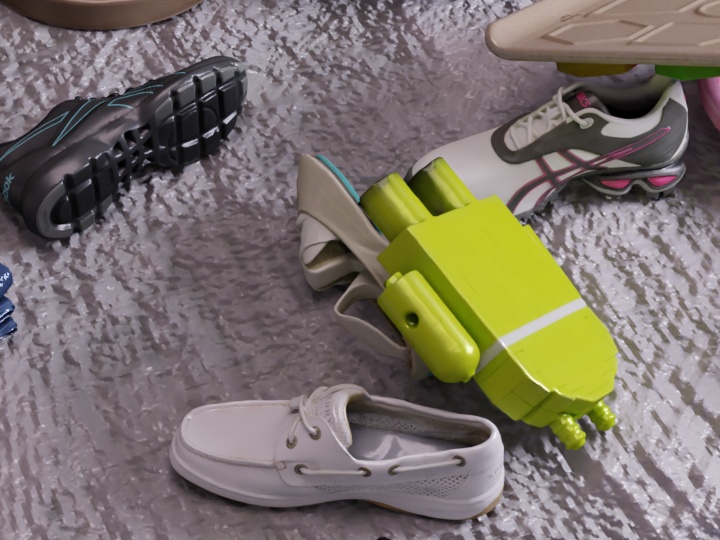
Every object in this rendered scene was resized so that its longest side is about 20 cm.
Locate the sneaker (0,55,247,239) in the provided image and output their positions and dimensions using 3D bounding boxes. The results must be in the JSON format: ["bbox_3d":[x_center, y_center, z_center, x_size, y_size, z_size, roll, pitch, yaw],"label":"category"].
[{"bbox_3d":[-0.163,-0.100,1.461,0.200,0.075,0.079,-33,52,-31],"label":"sneaker"}]

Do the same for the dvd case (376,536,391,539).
[{"bbox_3d":[0.050,0.228,1.134,0.200,0.018,0.143,20,54,33],"label":"dvd case"}]

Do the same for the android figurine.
[{"bbox_3d":[0.084,0.021,1.311,0.200,0.041,0.182,52,30,8],"label":"android figurine"}]

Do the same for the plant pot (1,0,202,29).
[{"bbox_3d":[-0.194,-0.278,1.630,0.201,0.093,0.201,2,44,-2],"label":"plant pot"}]

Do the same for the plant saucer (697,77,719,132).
[{"bbox_3d":[0.334,-0.117,1.511,0.200,0.051,0.201,1,44,-1],"label":"plant saucer"}]

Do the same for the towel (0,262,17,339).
[{"bbox_3d":[-0.311,0.053,1.320,0.112,0.049,0.200,27,50,23],"label":"towel"}]

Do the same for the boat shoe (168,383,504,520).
[{"bbox_3d":[-0.014,0.096,1.268,0.200,0.069,0.071,4,46,3],"label":"boat shoe"}]

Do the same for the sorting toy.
[{"bbox_3d":[0.212,-0.160,1.467,0.200,0.037,0.185,10,24,31],"label":"sorting toy"}]

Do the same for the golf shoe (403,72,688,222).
[{"bbox_3d":[0.124,-0.087,1.449,0.200,0.088,0.077,-12,47,-12],"label":"golf shoe"}]

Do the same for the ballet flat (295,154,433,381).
[{"bbox_3d":[0.000,0.000,1.375,0.069,0.070,0.200,-25,50,-24],"label":"ballet flat"}]
